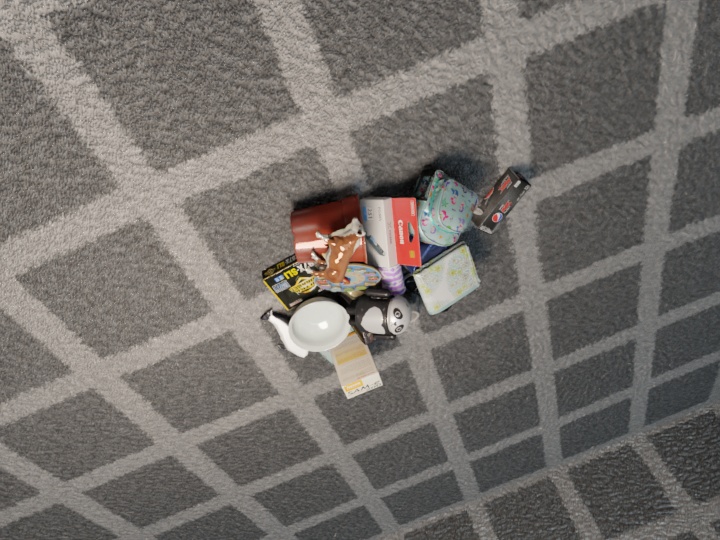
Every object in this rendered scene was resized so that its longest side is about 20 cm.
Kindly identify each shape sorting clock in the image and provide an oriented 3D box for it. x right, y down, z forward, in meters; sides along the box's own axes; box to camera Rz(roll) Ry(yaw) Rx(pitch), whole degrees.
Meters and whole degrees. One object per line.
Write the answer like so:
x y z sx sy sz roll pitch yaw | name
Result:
-0.038 0.025 1.567 0.199 0.039 0.200 0 157 0 | shape sorting clock

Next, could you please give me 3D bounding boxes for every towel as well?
0.268 0.023 1.641 0.200 0.048 0.171 -32 121 -10 | towel

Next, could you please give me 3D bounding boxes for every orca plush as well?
-0.250 0.207 1.784 0.200 0.071 0.105 35 96 -14 | orca plush

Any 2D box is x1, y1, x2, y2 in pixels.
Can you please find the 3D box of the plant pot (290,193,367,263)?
-0.090 -0.107 1.502 0.195 0.201 0.201 -7 131 -1 | plant pot

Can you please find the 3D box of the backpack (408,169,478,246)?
0.229 -0.170 1.524 0.177 0.150 0.200 23 91 -34 | backpack

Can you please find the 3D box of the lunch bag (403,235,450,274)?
0.225 -0.032 1.699 0.200 0.132 0.136 32 97 -36 | lunch bag

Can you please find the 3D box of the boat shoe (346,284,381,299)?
0.039 0.063 1.759 0.200 0.072 0.065 13 118 -34 | boat shoe

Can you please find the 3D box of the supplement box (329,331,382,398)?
-0.020 0.305 1.750 0.126 0.200 0.074 -21 132 -2 | supplement box

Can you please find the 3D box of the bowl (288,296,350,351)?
-0.136 0.158 1.718 0.201 0.090 0.201 -6 122 -9 | bowl

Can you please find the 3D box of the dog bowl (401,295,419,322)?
0.109 0.148 1.803 0.200 0.059 0.200 -13 157 -5 | dog bowl

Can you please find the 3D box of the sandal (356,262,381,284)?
0.000 0.000 1.680 0.200 0.080 0.054 8 148 -30 | sandal

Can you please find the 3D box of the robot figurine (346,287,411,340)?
0.058 0.135 1.645 0.200 0.125 0.150 2 157 22 | robot figurine

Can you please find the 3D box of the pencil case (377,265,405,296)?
0.085 -0.012 1.661 0.085 0.084 0.200 -15 114 2 | pencil case

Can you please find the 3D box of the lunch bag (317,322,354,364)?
-0.074 0.237 1.861 0.160 0.077 0.200 -32 131 8 | lunch bag

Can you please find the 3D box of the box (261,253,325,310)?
-0.183 0.022 1.664 0.200 0.049 0.160 -27 130 5 | box

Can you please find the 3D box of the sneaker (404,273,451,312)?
0.238 0.079 1.806 0.200 0.112 0.073 20 119 -31 | sneaker

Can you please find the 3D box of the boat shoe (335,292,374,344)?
-0.020 0.156 1.748 0.065 0.200 0.072 -38 -179 -34 | boat shoe

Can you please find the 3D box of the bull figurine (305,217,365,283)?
-0.065 -0.054 1.395 0.121 0.065 0.200 18 118 -3 | bull figurine

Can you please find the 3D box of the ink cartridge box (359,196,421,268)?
0.083 -0.108 1.517 0.045 0.176 0.201 -20 110 -43 | ink cartridge box

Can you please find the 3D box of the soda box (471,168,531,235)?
0.432 -0.212 1.652 0.063 0.071 0.200 18 122 -31 | soda box
